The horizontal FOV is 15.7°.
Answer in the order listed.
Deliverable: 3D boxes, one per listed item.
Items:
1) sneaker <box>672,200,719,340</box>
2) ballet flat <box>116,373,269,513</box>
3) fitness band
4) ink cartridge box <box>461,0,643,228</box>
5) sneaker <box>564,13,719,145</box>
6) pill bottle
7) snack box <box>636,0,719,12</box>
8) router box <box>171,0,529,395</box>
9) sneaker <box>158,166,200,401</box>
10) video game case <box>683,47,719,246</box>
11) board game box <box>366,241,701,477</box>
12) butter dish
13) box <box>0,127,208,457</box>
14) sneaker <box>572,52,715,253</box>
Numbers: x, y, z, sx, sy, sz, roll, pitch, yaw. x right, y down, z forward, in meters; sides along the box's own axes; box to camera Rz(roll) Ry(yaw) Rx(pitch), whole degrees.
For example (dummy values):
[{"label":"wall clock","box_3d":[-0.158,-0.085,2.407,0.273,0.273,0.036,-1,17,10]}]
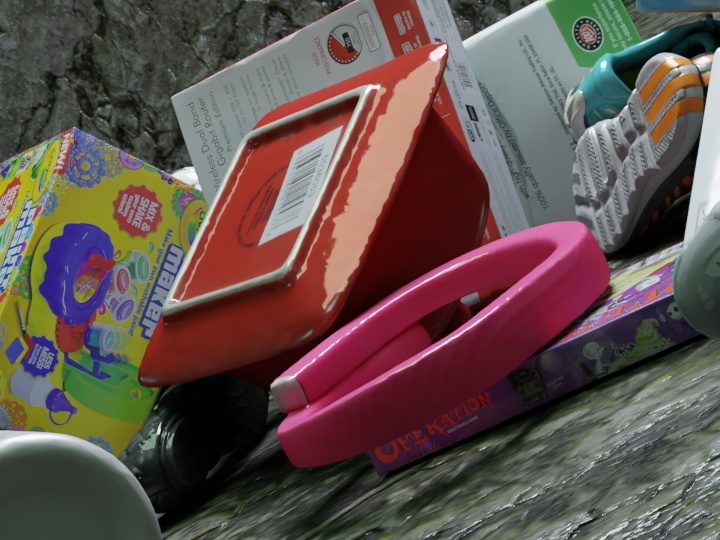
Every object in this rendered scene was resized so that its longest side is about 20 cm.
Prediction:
[{"label":"sneaker","box_3d":[0.181,-0.001,0.985,0.200,0.078,0.140,-23,7,38]},{"label":"ballet flat","box_3d":[-0.099,0.085,1.515,0.057,0.067,0.200,-18,11,21]},{"label":"fitness band","box_3d":[0.038,0.032,1.272,0.143,0.037,0.200,-20,12,44]},{"label":"ink cartridge box","box_3d":[0.095,-0.080,1.651,0.200,0.147,0.083,-27,3,-2]},{"label":"sneaker","box_3d":[0.221,-0.117,1.572,0.200,0.078,0.080,-16,-23,-16]},{"label":"pill bottle","box_3d":[-0.171,0.133,1.242,0.114,0.115,0.200,-30,7,-18]},{"label":"snack box","box_3d":[0.230,-0.172,1.544,0.116,0.037,0.200,-1,6,12]},{"label":"router box","box_3d":[-0.002,-0.048,1.569,0.179,0.200,0.049,-25,-12,26]},{"label":"sneaker","box_3d":[-0.127,0.036,1.831,0.076,0.200,0.116,6,24,-34]},{"label":"video game case","box_3d":[0.251,-0.080,1.208,0.200,0.024,0.182,-17,29,24]},{"label":"board game box","box_3d":[0.103,0.034,1.273,0.200,0.032,0.120,-25,11,21]},{"label":"butter dish","box_3d":[0.000,0.000,1.456,0.199,0.148,0.200,-18,41,53]},{"label":"box","box_3d":[-0.205,0.034,1.721,0.193,0.122,0.200,-16,51,61]},{"label":"sneaker","box_3d":[0.198,-0.066,1.503,0.112,0.078,0.200,-6,-17,-18]}]
